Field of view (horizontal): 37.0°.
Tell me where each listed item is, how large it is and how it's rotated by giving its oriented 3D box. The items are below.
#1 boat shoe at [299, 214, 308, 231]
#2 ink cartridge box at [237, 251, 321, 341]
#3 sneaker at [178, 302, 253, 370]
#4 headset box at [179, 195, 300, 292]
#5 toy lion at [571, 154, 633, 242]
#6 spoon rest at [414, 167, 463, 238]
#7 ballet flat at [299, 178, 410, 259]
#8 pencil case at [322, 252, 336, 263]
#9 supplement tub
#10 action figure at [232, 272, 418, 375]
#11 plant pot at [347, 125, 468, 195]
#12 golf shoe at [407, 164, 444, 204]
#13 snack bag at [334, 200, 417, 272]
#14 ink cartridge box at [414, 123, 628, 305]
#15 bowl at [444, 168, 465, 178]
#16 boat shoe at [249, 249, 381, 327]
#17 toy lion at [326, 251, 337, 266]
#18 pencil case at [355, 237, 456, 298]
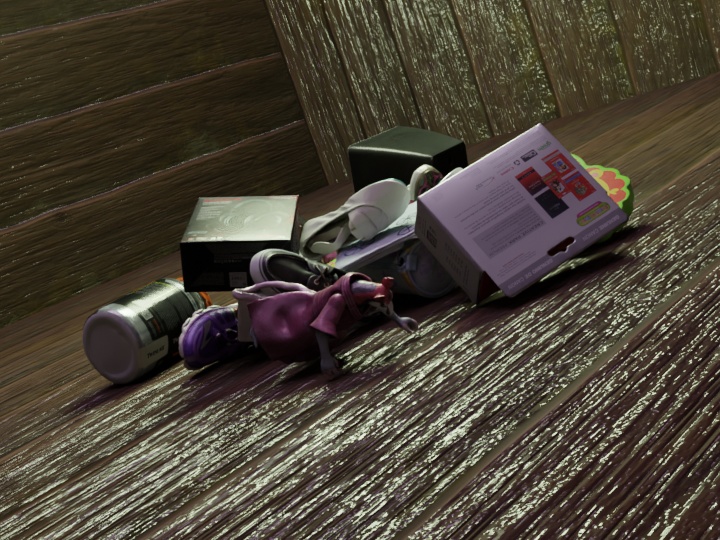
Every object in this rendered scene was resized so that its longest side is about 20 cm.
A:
[{"bbox_3d":[-0.111,-0.057,1.677,0.073,0.065,0.200,-9,-6,27],"label":"boat shoe"},{"bbox_3d":[-0.110,0.028,1.508,0.116,0.068,0.200,0,22,-3],"label":"ink cartridge box"},{"bbox_3d":[-0.169,0.080,1.532,0.199,0.081,0.083,-26,18,-35],"label":"sneaker"},{"bbox_3d":[-0.160,-0.043,1.490,0.147,0.078,0.200,-1,24,1],"label":"headset box"},{"bbox_3d":[0.273,-0.098,1.472,0.190,0.069,0.201,-15,36,15],"label":"toy lion"},{"bbox_3d":[0.112,-0.077,1.645,0.099,0.061,0.201,29,78,29],"label":"spoon rest"},{"bbox_3d":[-0.011,-0.060,1.476,0.199,0.070,0.069,-24,4,41],"label":"ballet flat"},{"bbox_3d":[0.025,-0.050,1.886,0.199,0.083,0.087,-20,-7,0],"label":"pencil case"},{"bbox_3d":[-0.327,0.087,1.684,0.122,0.123,0.200,-14,10,33],"label":"supplement tub"},{"bbox_3d":[-0.030,0.040,1.256,0.200,0.150,0.134,-32,-6,42],"label":"action figure"},{"bbox_3d":[0.114,-0.176,2.171,0.176,0.202,0.199,3,20,36],"label":"plant pot"},{"bbox_3d":[0.091,-0.108,1.749,0.072,0.092,0.201,-35,-27,-19],"label":"golf shoe"},{"bbox_3d":[0.054,-0.058,1.491,0.199,0.022,0.189,-27,12,8],"label":"snack bag"},{"bbox_3d":[0.196,-0.056,1.324,0.199,0.176,0.084,-31,-26,-17],"label":"ink cartridge box"},{"bbox_3d":[0.230,-0.124,1.791,0.199,0.108,0.200,-20,8,3],"label":"bowl"},{"bbox_3d":[-0.049,0.017,1.374,0.199,0.069,0.056,24,-34,-36],"label":"boat shoe"},{"bbox_3d":[0.000,0.000,1.731,0.199,0.069,0.191,-27,18,-38],"label":"toy lion"},{"bbox_3d":[0.060,-0.004,1.507,0.090,0.084,0.200,-9,3,-21],"label":"pencil case"}]
